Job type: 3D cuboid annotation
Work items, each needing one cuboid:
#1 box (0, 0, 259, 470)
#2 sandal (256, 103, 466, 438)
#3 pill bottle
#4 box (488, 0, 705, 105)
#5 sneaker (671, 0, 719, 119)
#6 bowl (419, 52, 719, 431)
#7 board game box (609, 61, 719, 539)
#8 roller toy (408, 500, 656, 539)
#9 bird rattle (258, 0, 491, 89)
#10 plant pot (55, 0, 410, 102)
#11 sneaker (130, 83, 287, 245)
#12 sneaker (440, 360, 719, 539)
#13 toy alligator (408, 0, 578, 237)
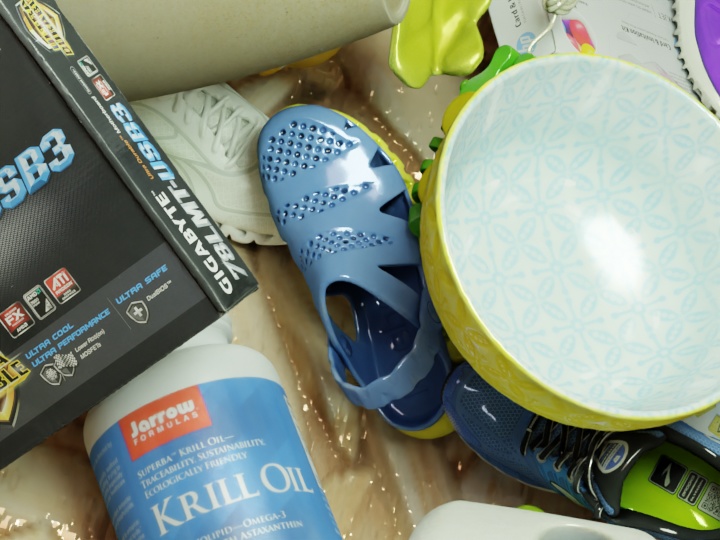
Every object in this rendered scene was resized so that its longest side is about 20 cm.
[{"bbox_3d":[-0.183,-0.019,1.531,0.199,0.200,0.050,54,31,-4],"label":"box"},{"bbox_3d":[0.000,0.000,1.637,0.079,0.087,0.200,-29,84,19],"label":"sandal"},{"bbox_3d":[-0.082,0.109,1.587,0.112,0.112,0.200,-16,66,-17],"label":"pill bottle"},{"bbox_3d":[0.124,-0.187,1.769,0.156,0.041,0.200,14,52,-48],"label":"box"},{"bbox_3d":[0.241,-0.171,1.781,0.070,0.099,0.200,23,49,-45],"label":"sneaker"},{"bbox_3d":[0.109,-0.001,1.554,0.200,0.108,0.200,9,65,-20],"label":"bowl"},{"bbox_3d":[0.164,0.026,1.636,0.200,0.200,0.041,45,25,14],"label":"board game box"},{"bbox_3d":[0.087,0.216,1.506,0.139,0.182,0.200,8,82,14],"label":"roller toy"},{"bbox_3d":[-0.020,-0.165,1.706,0.163,0.200,0.113,-29,114,-12],"label":"bird rattle"},{"bbox_3d":[-0.077,-0.175,1.570,0.200,0.187,0.188,1,61,14],"label":"plant pot"},{"bbox_3d":[-0.099,-0.084,1.703,0.200,0.081,0.075,30,60,5],"label":"sneaker"},{"bbox_3d":[0.132,0.092,1.580,0.200,0.089,0.079,22,87,19],"label":"sneaker"},{"bbox_3d":[0.067,-0.079,1.635,0.054,0.059,0.200,7,71,44],"label":"toy alligator"}]
